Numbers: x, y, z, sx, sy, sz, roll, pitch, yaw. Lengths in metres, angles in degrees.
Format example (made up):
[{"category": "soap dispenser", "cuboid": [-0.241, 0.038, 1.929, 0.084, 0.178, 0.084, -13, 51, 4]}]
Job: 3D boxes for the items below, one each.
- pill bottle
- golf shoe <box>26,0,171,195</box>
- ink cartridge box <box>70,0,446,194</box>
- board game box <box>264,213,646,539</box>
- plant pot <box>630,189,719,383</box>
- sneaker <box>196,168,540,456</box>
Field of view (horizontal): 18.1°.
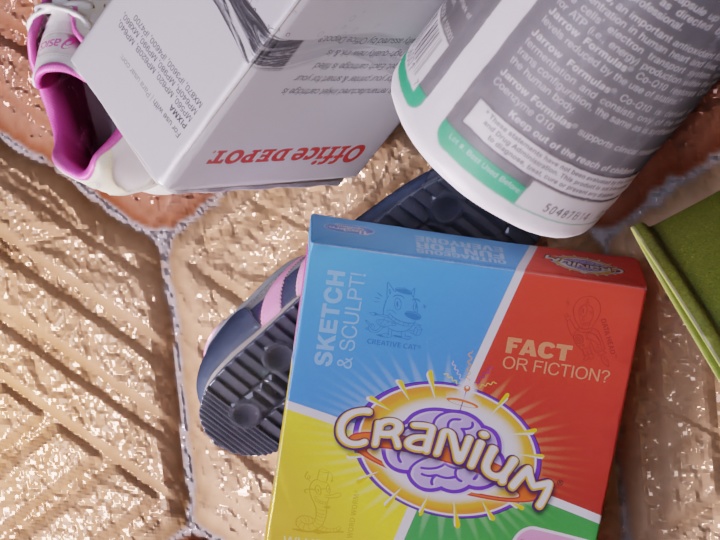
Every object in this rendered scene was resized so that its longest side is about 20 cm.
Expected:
[{"category": "pill bottle", "cuboid": [0.110, -0.120, 0.944, 0.113, 0.113, 0.200, 47, 120, 15]}, {"category": "golf shoe", "cuboid": [-0.125, -0.133, 1.099, 0.075, 0.091, 0.201, -10, 93, 34]}, {"category": "ink cartridge box", "cuboid": [-0.012, -0.133, 0.993, 0.084, 0.144, 0.200, 52, 121, 22]}, {"category": "board game box", "cuboid": [0.037, 0.084, 1.027, 0.152, 0.040, 0.201, 7, 109, -3]}, {"category": "plant pot", "cuboid": [0.234, 0.019, 0.846, 0.192, 0.200, 0.201, -32, 82, 6]}, {"category": "sneaker", "cuboid": [0.000, 0.000, 1.066, 0.200, 0.082, 0.070, -36, 116, 11]}]
